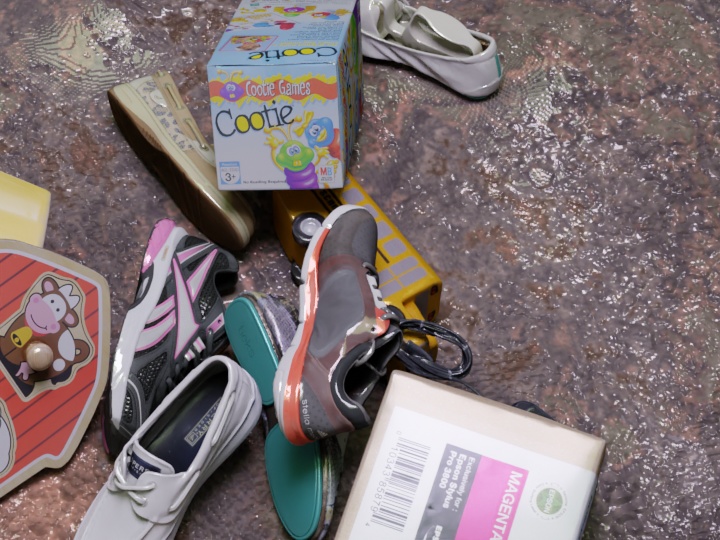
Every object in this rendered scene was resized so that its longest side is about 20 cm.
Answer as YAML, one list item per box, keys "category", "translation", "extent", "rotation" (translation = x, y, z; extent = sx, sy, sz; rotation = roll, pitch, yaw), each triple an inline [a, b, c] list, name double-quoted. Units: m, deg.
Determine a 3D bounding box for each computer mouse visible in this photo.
- category: "computer mouse"
  translation: [0.097, 0.107, 1.237]
  extent: [0.200, 0.034, 0.059]
  rotation: [43, 75, 2]

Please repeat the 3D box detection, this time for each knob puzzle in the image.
- category: "knob puzzle"
  translation: [-0.263, 0.067, 1.191]
  extent: [0.218, 0.222, 0.030]
  rotation: [-28, 22, -20]

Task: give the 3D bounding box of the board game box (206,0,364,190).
- category: "board game box"
  translation: [-0.057, -0.150, 1.341]
  extent: [0.104, 0.104, 0.200]
  rotation: [0, 24, 6]

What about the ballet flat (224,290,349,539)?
- category: "ballet flat"
  translation: [-0.043, 0.106, 1.238]
  extent: [0.071, 0.072, 0.202]
  rotation: [-14, 69, -12]

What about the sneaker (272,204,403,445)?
- category: "sneaker"
  translation: [-0.001, 0.040, 1.193]
  extent: [0.081, 0.077, 0.202]
  rotation: [-3, 54, 24]

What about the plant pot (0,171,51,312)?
- category: "plant pot"
  translation: [-0.340, -0.015, 1.250]
  extent: [0.187, 0.201, 0.202]
  rotation: [12, 53, -14]

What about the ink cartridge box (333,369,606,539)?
- category: "ink cartridge box"
  translation: [0.067, 0.192, 1.148]
  extent: [0.163, 0.075, 0.202]
  rotation: [16, 72, 10]

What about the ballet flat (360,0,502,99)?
- category: "ballet flat"
  translation: [0.039, -0.219, 1.472]
  extent: [0.198, 0.070, 0.070]
  rotation: [25, 57, 15]

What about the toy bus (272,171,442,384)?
- category: "toy bus"
  translation: [0.000, 0.000, 1.318]
  extent: [0.078, 0.065, 0.200]
  rotation: [-28, 60, -22]

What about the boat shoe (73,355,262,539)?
- category: "boat shoe"
  translation: [-0.151, 0.145, 1.185]
  extent: [0.073, 0.065, 0.201]
  rotation: [27, 75, 25]

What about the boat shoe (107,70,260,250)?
- category: "boat shoe"
  translation: [-0.140, -0.099, 1.376]
  extent: [0.062, 0.074, 0.200]
  rotation: [-31, 61, -18]

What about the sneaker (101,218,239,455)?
- category: "sneaker"
  translation: [-0.142, 0.052, 1.271]
  extent: [0.085, 0.081, 0.202]
  rotation: [16, 61, -4]
